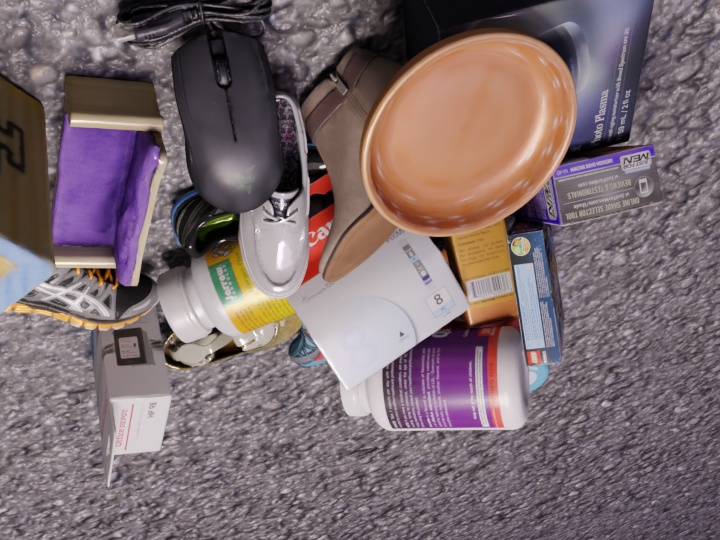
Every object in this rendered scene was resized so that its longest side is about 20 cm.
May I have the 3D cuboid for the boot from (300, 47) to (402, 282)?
[{"bbox_3d":[-0.010,-0.108,0.872,0.200,0.146,0.070,-48,156,18],"label":"boot"}]

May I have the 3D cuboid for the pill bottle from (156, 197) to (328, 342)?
[{"bbox_3d":[-0.117,0.005,0.998,0.200,0.113,0.113,-21,143,4],"label":"pill bottle"}]

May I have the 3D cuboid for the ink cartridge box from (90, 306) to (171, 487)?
[{"bbox_3d":[-0.259,0.127,1.016,0.067,0.200,0.116,-2,140,-22],"label":"ink cartridge box"}]

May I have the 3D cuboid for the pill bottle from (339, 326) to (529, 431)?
[{"bbox_3d":[0.083,0.121,1.001,0.200,0.113,0.113,-3,146,17],"label":"pill bottle"}]

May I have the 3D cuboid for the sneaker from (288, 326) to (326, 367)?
[{"bbox_3d":[-0.047,0.036,1.116,0.095,0.079,0.200,25,122,-21],"label":"sneaker"}]

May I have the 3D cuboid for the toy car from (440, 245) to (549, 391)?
[{"bbox_3d":[0.117,0.038,1.099,0.177,0.184,0.200,-20,130,3],"label":"toy car"}]

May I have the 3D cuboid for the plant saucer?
[{"bbox_3d":[0.090,-0.119,0.778,0.200,0.037,0.200,-12,132,-14],"label":"plant saucer"}]

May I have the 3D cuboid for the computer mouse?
[{"bbox_3d":[-0.122,-0.143,0.778,0.138,0.053,0.200,-16,107,-10],"label":"computer mouse"}]

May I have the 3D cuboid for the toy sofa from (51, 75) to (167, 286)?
[{"bbox_3d":[-0.245,-0.077,0.855,0.083,0.098,0.200,1,139,-25],"label":"toy sofa"}]

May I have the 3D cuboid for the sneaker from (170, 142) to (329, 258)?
[{"bbox_3d":[-0.101,-0.068,0.938,0.199,0.083,0.071,-24,142,4],"label":"sneaker"}]

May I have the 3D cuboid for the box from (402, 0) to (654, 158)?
[{"bbox_3d":[0.152,-0.202,0.850,0.198,0.123,0.200,-15,142,-3],"label":"box"}]

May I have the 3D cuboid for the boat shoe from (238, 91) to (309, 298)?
[{"bbox_3d":[-0.077,-0.071,0.863,0.072,0.069,0.200,6,94,-9],"label":"boat shoe"}]

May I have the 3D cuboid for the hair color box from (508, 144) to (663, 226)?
[{"bbox_3d":[0.223,-0.093,0.965,0.109,0.200,0.065,-14,100,-8],"label":"hair color box"}]

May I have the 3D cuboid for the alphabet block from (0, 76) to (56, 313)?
[{"bbox_3d":[-0.385,-0.065,0.726,0.195,0.200,0.196,-32,141,15],"label":"alphabet block"}]

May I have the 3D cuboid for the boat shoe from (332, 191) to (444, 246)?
[{"bbox_3d":[0.044,-0.060,1.022,0.072,0.068,0.200,-36,139,22],"label":"boat shoe"}]

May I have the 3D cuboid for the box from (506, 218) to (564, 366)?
[{"bbox_3d":[0.195,0.012,0.990,0.038,0.137,0.200,-8,-172,15],"label":"box"}]

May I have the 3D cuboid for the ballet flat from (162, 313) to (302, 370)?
[{"bbox_3d":[-0.154,0.076,1.074,0.200,0.071,0.071,-18,145,20],"label":"ballet flat"}]

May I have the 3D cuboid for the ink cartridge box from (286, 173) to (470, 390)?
[{"bbox_3d":[0.000,0.000,0.925,0.160,0.047,0.200,-34,113,-6],"label":"ink cartridge box"}]

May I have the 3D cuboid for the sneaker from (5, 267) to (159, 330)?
[{"bbox_3d":[-0.306,0.008,0.955,0.200,0.078,0.077,8,126,-32],"label":"sneaker"}]

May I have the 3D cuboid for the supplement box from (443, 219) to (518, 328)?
[{"bbox_3d":[0.124,-0.044,0.989,0.069,0.067,0.200,-12,100,-3],"label":"supplement box"}]
